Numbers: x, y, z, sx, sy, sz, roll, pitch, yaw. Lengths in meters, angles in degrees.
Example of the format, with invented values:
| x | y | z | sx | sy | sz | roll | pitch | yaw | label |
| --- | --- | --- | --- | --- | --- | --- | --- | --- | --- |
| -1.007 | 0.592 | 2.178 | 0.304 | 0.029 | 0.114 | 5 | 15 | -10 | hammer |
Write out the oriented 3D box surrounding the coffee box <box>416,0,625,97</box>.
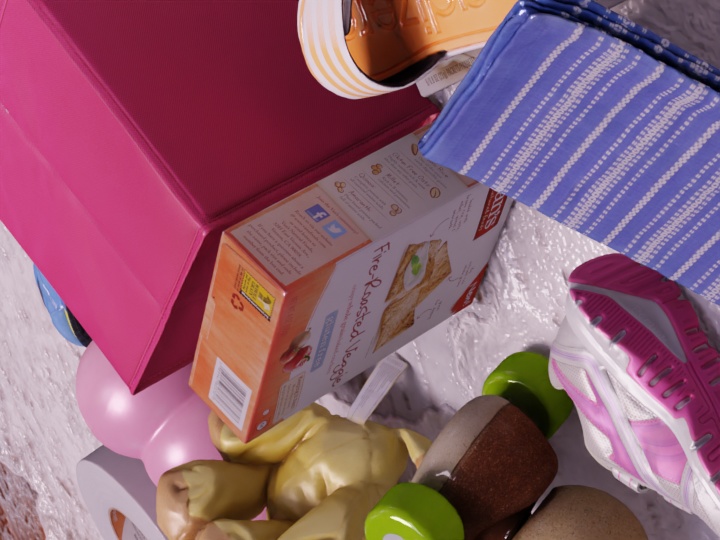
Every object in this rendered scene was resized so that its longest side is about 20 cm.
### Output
| x | y | z | sx | sy | sz | roll | pitch | yaw | label |
| --- | --- | --- | --- | --- | --- | --- | --- | --- | --- |
| 0.046 | -0.208 | 0.856 | 0.114 | 0.079 | 0.201 | -19 | 98 | 54 | coffee box |

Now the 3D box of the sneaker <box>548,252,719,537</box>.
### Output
| x | y | z | sx | sy | sz | roll | pitch | yaw | label |
| --- | --- | --- | --- | --- | --- | --- | --- | --- | --- |
| 0.177 | 0.088 | 0.903 | 0.201 | 0.081 | 0.089 | 54 | 147 | 24 | sneaker |

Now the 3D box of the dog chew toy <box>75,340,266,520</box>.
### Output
| x | y | z | sx | sy | sz | roll | pitch | yaw | label |
| --- | --- | --- | --- | --- | --- | --- | --- | --- | --- |
| -0.128 | 0.121 | 1.275 | 0.200 | 0.124 | 0.125 | 44 | 142 | 10 | dog chew toy |

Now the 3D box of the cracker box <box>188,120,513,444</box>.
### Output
| x | y | z | sx | sy | sz | roll | pitch | yaw | label |
| --- | --- | --- | --- | --- | --- | --- | --- | --- | --- |
| 0.000 | 0.000 | 0.953 | 0.058 | 0.199 | 0.135 | 42 | 141 | 22 | cracker box |

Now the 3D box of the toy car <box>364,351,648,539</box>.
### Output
| x | y | z | sx | sy | sz | roll | pitch | yaw | label |
| --- | --- | --- | --- | --- | --- | --- | --- | --- | --- |
| 0.116 | 0.180 | 0.983 | 0.199 | 0.164 | 0.158 | 35 | 139 | 14 | toy car |

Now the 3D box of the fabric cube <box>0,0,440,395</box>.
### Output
| x | y | z | sx | sy | sz | roll | pitch | yaw | label |
| --- | --- | --- | --- | --- | --- | --- | --- | --- | --- |
| -0.107 | -0.083 | 1.036 | 0.200 | 0.195 | 0.200 | 51 | 143 | 15 | fabric cube |

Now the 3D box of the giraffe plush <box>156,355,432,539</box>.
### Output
| x | y | z | sx | sy | sz | roll | pitch | yaw | label |
| --- | --- | --- | --- | --- | --- | --- | --- | --- | --- |
| -0.026 | 0.175 | 1.154 | 0.172 | 0.199 | 0.163 | 40 | 158 | 35 | giraffe plush |

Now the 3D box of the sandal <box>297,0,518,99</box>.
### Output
| x | y | z | sx | sy | sz | roll | pitch | yaw | label |
| --- | --- | --- | --- | --- | --- | --- | --- | --- | --- |
| 0.017 | -0.131 | 0.825 | 0.206 | 0.059 | 0.080 | -10 | 107 | 54 | sandal |

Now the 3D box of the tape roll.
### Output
| x | y | z | sx | sy | sz | roll | pitch | yaw | label |
| --- | --- | --- | --- | --- | --- | --- | --- | --- | --- |
| -0.158 | 0.227 | 1.392 | 0.200 | 0.066 | 0.201 | 41 | 151 | 28 | tape roll |

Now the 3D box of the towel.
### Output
| x | y | z | sx | sy | sz | roll | pitch | yaw | label |
| --- | --- | --- | --- | --- | --- | --- | --- | --- | --- |
| 0.138 | -0.053 | 0.807 | 0.199 | 0.024 | 0.145 | 26 | 145 | -8 | towel |

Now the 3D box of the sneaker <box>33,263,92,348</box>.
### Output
| x | y | z | sx | sy | sz | roll | pitch | yaw | label |
| --- | --- | --- | --- | --- | --- | --- | --- | --- | --- |
| -0.254 | -0.029 | 1.373 | 0.078 | 0.066 | 0.202 | 22 | 129 | 47 | sneaker |
